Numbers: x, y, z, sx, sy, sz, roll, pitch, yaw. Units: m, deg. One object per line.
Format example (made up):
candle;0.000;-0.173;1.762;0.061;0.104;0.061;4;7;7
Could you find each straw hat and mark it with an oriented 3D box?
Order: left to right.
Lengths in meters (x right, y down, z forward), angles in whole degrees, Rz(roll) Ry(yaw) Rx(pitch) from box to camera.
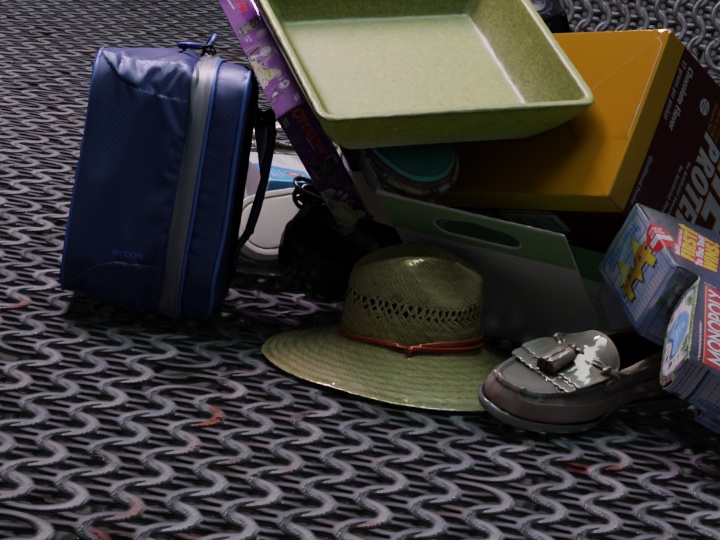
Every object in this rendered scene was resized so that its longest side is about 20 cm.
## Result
straw hat;0.035;0.027;1.490;0.199;0.086;0.201;7;12;-2

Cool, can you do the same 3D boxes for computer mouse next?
computer mouse;0.000;0.000;1.629;0.140;0.046;0.200;28;15;-7

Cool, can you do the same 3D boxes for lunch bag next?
lunch bag;-0.130;-0.070;1.558;0.131;0.202;0.136;10;6;-2

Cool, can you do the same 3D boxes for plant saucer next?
plant saucer;0.034;-0.146;1.521;0.198;0.048;0.201;-5;40;-19

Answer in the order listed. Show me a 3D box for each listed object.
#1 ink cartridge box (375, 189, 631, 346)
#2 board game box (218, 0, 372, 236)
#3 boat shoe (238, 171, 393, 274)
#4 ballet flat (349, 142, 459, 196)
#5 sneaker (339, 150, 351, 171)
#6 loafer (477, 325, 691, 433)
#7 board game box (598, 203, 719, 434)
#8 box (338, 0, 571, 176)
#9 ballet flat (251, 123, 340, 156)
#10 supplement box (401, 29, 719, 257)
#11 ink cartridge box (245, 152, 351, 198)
ink cartridge box;0.104;-0.008;1.534;0.144;0.048;0.200;14;-25;24
board game box;-0.052;-0.126;1.567;0.032;0.120;0.201;-32;41;5
boat shoe;-0.027;-0.033;1.751;0.199;0.073;0.062;-5;-17;-34
ballet flat;0.017;-0.096;1.554;0.071;0.072;0.201;1;37;-27
sneaker;0.078;-0.120;1.854;0.199;0.088;0.074;-1;15;-34
loafer;0.157;0.060;1.444;0.199;0.063;0.072;-3;34;-44
board game box;0.248;0.047;1.421;0.199;0.062;0.200;26;32;-2
box;0.068;-0.149;1.704;0.198;0.044;0.160;-20;-22;3
ballet flat;-0.031;-0.105;2.044;0.198;0.073;0.072;6;13;-11
supplement box;0.175;-0.061;1.586;0.196;0.134;0.200;4;-27;44
ink cartridge box;0.002;-0.050;1.856;0.198;0.067;0.116;4;13;-16
